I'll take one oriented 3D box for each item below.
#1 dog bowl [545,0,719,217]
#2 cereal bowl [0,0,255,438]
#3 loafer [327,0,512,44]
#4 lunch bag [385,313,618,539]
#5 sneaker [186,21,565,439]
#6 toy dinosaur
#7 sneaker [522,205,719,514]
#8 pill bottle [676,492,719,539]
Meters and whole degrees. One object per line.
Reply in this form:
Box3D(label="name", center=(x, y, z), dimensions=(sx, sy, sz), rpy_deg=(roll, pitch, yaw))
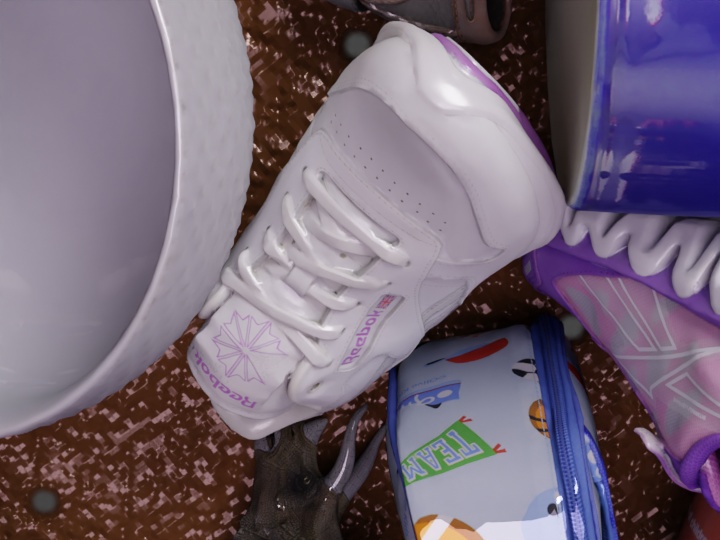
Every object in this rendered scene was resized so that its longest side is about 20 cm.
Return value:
Box3D(label="dog bowl", center=(0.098, -0.115, 0.662), dimensions=(0.078, 0.200, 0.202), rpy_deg=(1, 108, 0))
Box3D(label="cereal bowl", center=(-0.111, -0.052, 0.716), dimensions=(0.199, 0.083, 0.202), rpy_deg=(7, 104, 31))
Box3D(label="loafer", center=(0.035, -0.159, 0.691), dimensions=(0.063, 0.072, 0.201), rpy_deg=(25, 130, 17))
Box3D(label="lunch bag", center=(0.055, 0.126, 0.759), dimensions=(0.075, 0.160, 0.202), rpy_deg=(-10, 107, 2))
Box3D(label="sneaker", center=(0.000, 0.000, 0.695), dimensions=(0.075, 0.200, 0.100), rpy_deg=(43, 67, 8))
Box3D(label="toy dinosaur", center=(-0.022, 0.156, 0.812), dimensions=(0.101, 0.077, 0.201), rpy_deg=(-12, 105, 9))
Box3D(label="sneaker", center=(0.107, 0.026, 0.709), dimensions=(0.080, 0.200, 0.089), rpy_deg=(3, 99, -27))
Box3D(label="pill bottle", center=(0.180, 0.045, 0.762), dimensions=(0.111, 0.112, 0.201), rpy_deg=(16, 107, -7))
